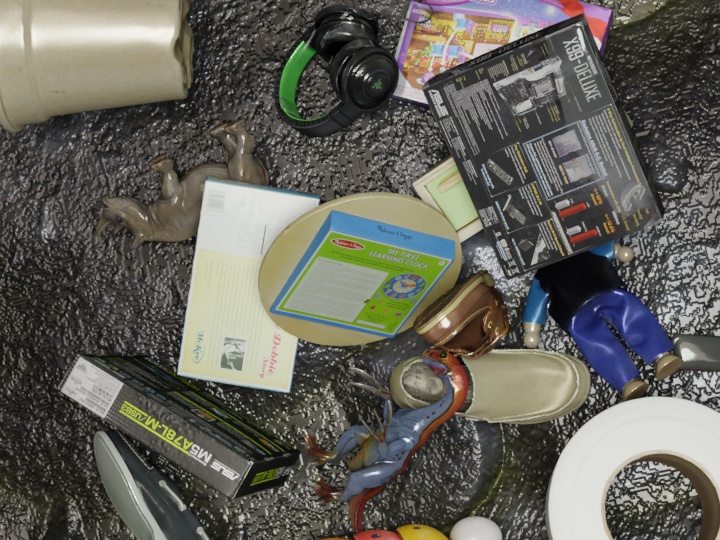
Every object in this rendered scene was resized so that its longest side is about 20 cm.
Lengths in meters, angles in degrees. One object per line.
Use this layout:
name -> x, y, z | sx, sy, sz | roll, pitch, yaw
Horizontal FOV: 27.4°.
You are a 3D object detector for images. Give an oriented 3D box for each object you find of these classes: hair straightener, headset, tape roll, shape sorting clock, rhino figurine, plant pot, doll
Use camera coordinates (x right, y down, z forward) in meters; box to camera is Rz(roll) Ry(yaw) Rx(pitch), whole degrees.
hair straightener -> 0.388, 0.086, 1.384 | 0.199, 0.077, 0.041 | 8, 87, 11
headset -> -0.013, -0.221, 1.458 | 0.200, 0.094, 0.124 | -37, 49, 19
tape roll -> 0.270, 0.221, 1.354 | 0.202, 0.139, 0.204 | -1, 80, 7
shape sorting clock -> 0.000, 0.000, 1.421 | 0.199, 0.200, 0.039 | -20, 49, 9
rhino figurine -> -0.185, -0.077, 1.514 | 0.199, 0.060, 0.088 | -26, 104, 10
plant pot -> -0.265, -0.239, 1.491 | 0.183, 0.200, 0.201 | 0, 86, -1
doll -> 0.214, 0.033, 1.416 | 0.136, 0.048, 0.200 | -38, 66, 7

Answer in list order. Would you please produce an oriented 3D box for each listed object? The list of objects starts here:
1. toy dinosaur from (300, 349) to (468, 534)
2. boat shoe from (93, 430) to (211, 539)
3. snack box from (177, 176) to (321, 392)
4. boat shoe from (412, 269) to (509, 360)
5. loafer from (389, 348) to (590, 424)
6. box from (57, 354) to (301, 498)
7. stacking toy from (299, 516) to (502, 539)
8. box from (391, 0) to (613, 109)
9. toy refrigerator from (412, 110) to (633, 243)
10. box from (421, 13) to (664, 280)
toy dinosaur -> 0.033, 0.153, 1.420 | 0.181, 0.200, 0.105 | -22, 48, 13
boat shoe -> -0.206, 0.241, 1.501 | 0.060, 0.076, 0.200 | -22, 69, -29
snack box -> -0.111, 0.015, 1.478 | 0.116, 0.037, 0.201 | 10, 99, -1
boat shoe -> 0.104, 0.046, 1.381 | 0.072, 0.200, 0.068 | -38, 85, 15
loafer -> 0.123, 0.115, 1.438 | 0.199, 0.068, 0.076 | -4, 86, 11
box -> -0.170, 0.147, 1.432 | 0.200, 0.193, 0.048 | 30, 90, 11
stacking toy -> 0.045, 0.293, 1.433 | 0.199, 0.146, 0.147 | -24, 82, -11
box -> 0.138, -0.215, 1.473 | 0.199, 0.039, 0.137 | 17, 90, 12
toy refrigerator -> 0.154, -0.110, 1.416 | 0.200, 0.070, 0.076 | -32, 95, 23
box -> 0.168, -0.111, 1.350 | 0.157, 0.050, 0.201 | -22, 102, 19
